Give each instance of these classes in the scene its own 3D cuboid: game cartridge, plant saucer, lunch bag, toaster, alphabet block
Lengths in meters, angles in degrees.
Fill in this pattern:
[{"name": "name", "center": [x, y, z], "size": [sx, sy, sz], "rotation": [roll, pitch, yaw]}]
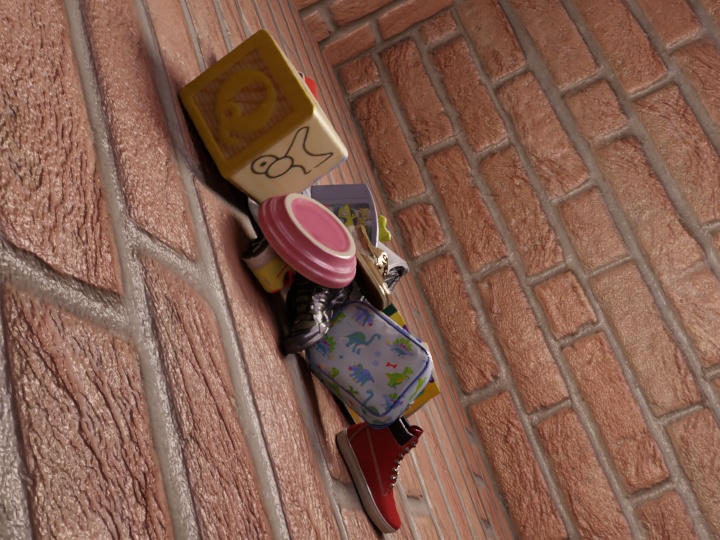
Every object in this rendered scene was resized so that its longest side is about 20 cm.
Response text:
[{"name": "game cartridge", "center": [-0.031, -0.080, 1.572], "size": [0.041, 0.130, 0.204], "rotation": [99, -11, -61]}, {"name": "plant saucer", "center": [-0.080, -0.060, 1.370], "size": [0.199, 0.051, 0.202], "rotation": [35, 25, -19]}, {"name": "lunch bag", "center": [0.017, 0.157, 1.395], "size": [0.199, 0.161, 0.083], "rotation": [36, -20, 23]}, {"name": "toaster", "center": [0.000, 0.000, 1.635], "size": [0.129, 0.115, 0.199], "rotation": [41, 24, 16]}, {"name": "alphabet block", "center": [-0.163, -0.251, 1.412], "size": [0.198, 0.194, 0.200], "rotation": [56, 5, 20]}]

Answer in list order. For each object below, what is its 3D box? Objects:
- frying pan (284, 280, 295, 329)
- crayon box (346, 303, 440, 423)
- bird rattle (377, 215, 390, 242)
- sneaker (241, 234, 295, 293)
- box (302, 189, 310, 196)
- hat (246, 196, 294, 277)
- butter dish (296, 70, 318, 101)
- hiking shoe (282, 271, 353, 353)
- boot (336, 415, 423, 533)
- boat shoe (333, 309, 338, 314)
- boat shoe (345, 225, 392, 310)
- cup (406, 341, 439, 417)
[{"name": "frying pan", "center": [-0.069, 0.045, 1.472], "size": [0.190, 0.031, 0.116], "rotation": [-47, 120, -39]}, {"name": "crayon box", "center": [0.034, 0.189, 1.532], "size": [0.202, 0.171, 0.058], "rotation": [61, -4, -24]}, {"name": "bird rattle", "center": [-0.028, -0.083, 1.817], "size": [0.111, 0.199, 0.166], "rotation": [24, 45, -32]}, {"name": "sneaker", "center": [-0.143, -0.019, 1.396], "size": [0.092, 0.077, 0.200], "rotation": [63, 21, -13]}, {"name": "box", "center": [-0.133, -0.148, 1.861], "size": [0.201, 0.041, 0.120], "rotation": [-98, 162, -66]}, {"name": "hat", "center": [-0.140, -0.093, 1.553], "size": [0.203, 0.080, 0.201], "rotation": [62, 11, -21]}, {"name": "butter dish", "center": [-0.198, -0.346, 1.707], "size": [0.196, 0.150, 0.201], "rotation": [17, 28, -16]}, {"name": "hiking shoe", "center": [-0.091, 0.054, 1.378], "size": [0.101, 0.075, 0.201], "rotation": [55, 39, -20]}, {"name": "boot", "center": [0.061, 0.346, 1.411], "size": [0.072, 0.142, 0.203], "rotation": [-55, 121, -81]}, {"name": "boat shoe", "center": [-0.054, 0.056, 1.694], "size": [0.065, 0.073, 0.202], "rotation": [48, 20, -47]}, {"name": "boat shoe", "center": [0.016, -0.015, 1.464], "size": [0.075, 0.065, 0.201], "rotation": [91, -25, -49]}, {"name": "cup", "center": [0.091, 0.227, 1.770], "size": [0.200, 0.140, 0.204], "rotation": [-16, 90, -89]}]
